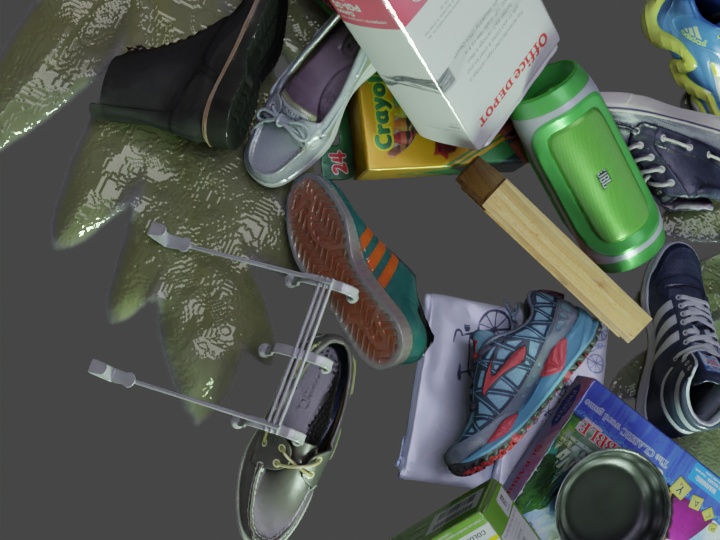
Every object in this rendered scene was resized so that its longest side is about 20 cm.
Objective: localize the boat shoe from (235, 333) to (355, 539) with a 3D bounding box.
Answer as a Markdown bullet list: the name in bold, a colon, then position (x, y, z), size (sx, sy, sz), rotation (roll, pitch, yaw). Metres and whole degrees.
- **boat shoe**: position (-0.057, 0.150, 1.053), size (0.072, 0.060, 0.202), rotation (22, 76, -11)

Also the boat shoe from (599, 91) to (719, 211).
- **boat shoe**: position (0.285, -0.115, 1.180), size (0.199, 0.075, 0.093), rotation (7, 72, -15)

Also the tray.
- **tray**: position (0.178, -0.020, 1.102), size (0.200, 0.099, 0.037), rotation (40, 97, -19)

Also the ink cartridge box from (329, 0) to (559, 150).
- **ink cartridge box**: position (0.074, -0.225, 1.033), size (0.147, 0.083, 0.200), rotation (-54, 134, -17)

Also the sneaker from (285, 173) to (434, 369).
- **sneaker**: position (0.000, 0.000, 1.094), size (0.080, 0.071, 0.200), rotation (-4, 62, -57)

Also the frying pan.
- **frying pan**: position (0.236, 0.253, 1.076), size (0.115, 0.031, 0.191), rotation (-17, 96, -13)

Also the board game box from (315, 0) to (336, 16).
- **board game box**: position (0.014, -0.335, 1.137), size (0.135, 0.029, 0.200), rotation (40, 72, -31)

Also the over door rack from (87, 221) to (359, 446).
- **over door rack**: position (-0.115, 0.056, 1.038), size (0.199, 0.067, 0.148), rotation (17, 76, 14)

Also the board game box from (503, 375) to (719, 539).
- **board game box**: position (0.231, 0.237, 1.113), size (0.200, 0.041, 0.200), rotation (37, 81, -11)

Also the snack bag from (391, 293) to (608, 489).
- **snack bag**: position (0.139, 0.120, 1.133), size (0.199, 0.021, 0.189), rotation (12, 79, -13)

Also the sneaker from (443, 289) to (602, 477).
- **sneaker**: position (0.131, 0.101, 1.096), size (0.095, 0.079, 0.200), rotation (39, 71, 12)

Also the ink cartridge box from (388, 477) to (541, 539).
- **ink cartridge box**: position (0.112, 0.307, 1.032), size (0.148, 0.076, 0.200), rotation (-36, 91, 21)

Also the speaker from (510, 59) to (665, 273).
- **speaker**: position (0.216, -0.097, 1.126), size (0.088, 0.088, 0.200), rotation (-40, 114, -17)

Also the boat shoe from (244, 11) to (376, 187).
- **boat shoe**: position (-0.041, -0.166, 1.075), size (0.074, 0.065, 0.202), rotation (43, 98, 16)

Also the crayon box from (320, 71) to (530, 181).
- **crayon box**: position (0.057, -0.154, 1.136), size (0.199, 0.051, 0.127), rotation (-6, 84, -16)

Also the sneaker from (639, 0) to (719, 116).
- **sneaker**: position (0.372, -0.211, 1.204), size (0.200, 0.105, 0.076), rotation (45, 73, -5)

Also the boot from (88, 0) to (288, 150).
- **boot**: position (-0.152, -0.207, 1.080), size (0.138, 0.078, 0.200), rotation (11, 54, 12)

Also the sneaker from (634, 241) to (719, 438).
- **sneaker**: position (0.323, 0.064, 1.147), size (0.070, 0.108, 0.201), rotation (10, 79, -14)
